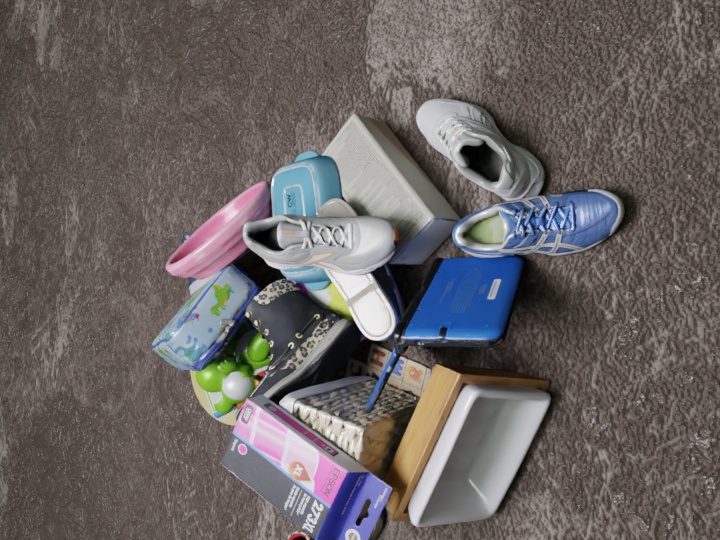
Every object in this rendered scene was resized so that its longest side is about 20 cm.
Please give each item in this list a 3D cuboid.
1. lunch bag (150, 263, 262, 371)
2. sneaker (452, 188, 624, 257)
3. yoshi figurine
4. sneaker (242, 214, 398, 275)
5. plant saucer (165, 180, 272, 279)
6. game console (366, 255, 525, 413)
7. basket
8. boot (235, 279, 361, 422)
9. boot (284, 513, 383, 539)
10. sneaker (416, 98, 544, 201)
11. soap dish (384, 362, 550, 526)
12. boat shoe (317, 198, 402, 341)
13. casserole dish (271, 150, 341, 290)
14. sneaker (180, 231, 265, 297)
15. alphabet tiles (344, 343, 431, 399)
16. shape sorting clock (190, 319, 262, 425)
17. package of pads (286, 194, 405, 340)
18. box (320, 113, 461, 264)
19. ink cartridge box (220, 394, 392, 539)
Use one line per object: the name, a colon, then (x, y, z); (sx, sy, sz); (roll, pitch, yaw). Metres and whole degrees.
lunch bag: (-0.233, 0.073, 1.010); (0.161, 0.082, 0.200); (-55, 14, -24)
sneaker: (0.201, -0.048, 0.769); (0.200, 0.077, 0.076); (-12, 88, 26)
yoshi figurine: (-0.194, 0.133, 1.038); (0.112, 0.112, 0.200); (47, 113, 37)
sneaker: (-0.054, -0.036, 0.814); (0.200, 0.092, 0.076); (-4, 79, 22)
plant saucer: (-0.203, -0.054, 1.002); (0.200, 0.201, 0.051); (-27, 112, 34)
game console: (0.105, 0.075, 0.795); (0.170, 0.200, 0.119); (-1, 116, 22)
basket: (-0.007, 0.226, 0.856); (0.123, 0.200, 0.136); (14, 97, 33)
boot: (-0.116, 0.112, 0.903); (0.204, 0.074, 0.154); (-43, 53, -15)
boot: (-0.059, 0.416, 0.926); (0.073, 0.150, 0.200); (40, 112, 32)
sneaker: (0.134, -0.160, 0.821); (0.200, 0.099, 0.078); (43, 114, 31)
soap dish: (0.124, 0.204, 0.794); (0.081, 0.157, 0.200); (40, 114, 49)
boat shoe: (0.000, 0.000, 0.872); (0.073, 0.063, 0.200); (-29, 74, 18)
casserole dish: (-0.080, -0.071, 0.936); (0.121, 0.039, 0.201); (-7, 86, 41)
sneaker: (-0.239, -0.035, 1.130); (0.200, 0.070, 0.109); (-29, 73, 37)
alphabet tiles: (0.049, 0.204, 0.938); (0.200, 0.006, 0.167); (20, 101, 37)
shape sorting clock: (-0.210, 0.160, 1.120); (0.200, 0.039, 0.201); (0, 90, 28)
package of pads: (-0.032, 0.008, 0.966); (0.154, 0.068, 0.200); (-32, 71, 34)
box: (0.038, -0.110, 0.909); (0.095, 0.078, 0.200); (-46, 63, 28)
ink cartridge box: (-0.067, 0.235, 0.763); (0.200, 0.037, 0.095); (29, 104, 22)
